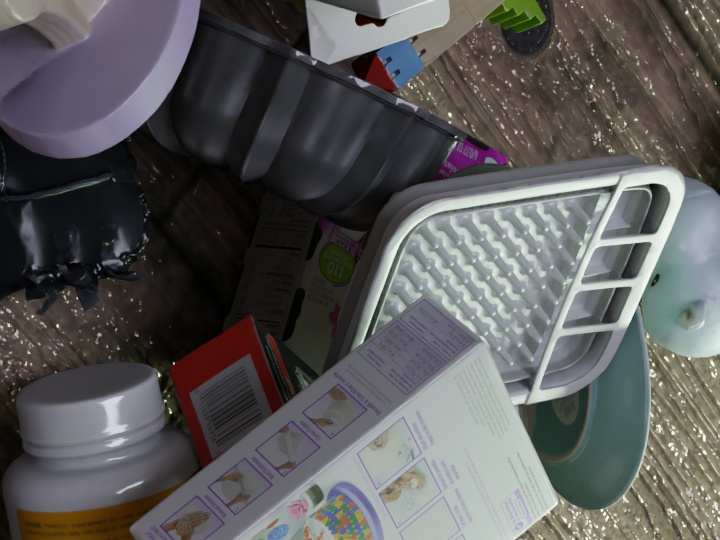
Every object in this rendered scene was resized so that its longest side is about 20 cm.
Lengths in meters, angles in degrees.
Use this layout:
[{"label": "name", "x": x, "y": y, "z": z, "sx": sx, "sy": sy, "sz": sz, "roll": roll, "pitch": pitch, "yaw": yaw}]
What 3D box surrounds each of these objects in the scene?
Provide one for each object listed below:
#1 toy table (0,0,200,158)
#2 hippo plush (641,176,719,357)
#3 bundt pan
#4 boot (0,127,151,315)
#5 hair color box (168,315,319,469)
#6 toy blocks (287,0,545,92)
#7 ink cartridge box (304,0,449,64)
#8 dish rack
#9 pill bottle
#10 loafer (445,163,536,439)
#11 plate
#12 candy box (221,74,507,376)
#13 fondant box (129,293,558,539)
[{"label": "toy table", "x": -0.160, "y": -0.164, "z": 1.358, "sx": 0.184, "sy": 0.200, "sz": 0.117, "roll": -27, "pitch": 140, "yaw": 5}, {"label": "hippo plush", "x": 0.253, "y": -0.001, "z": 1.854, "sx": 0.161, "sy": 0.159, "sz": 0.200, "roll": -16, "pitch": 89, "yaw": -10}, {"label": "bundt pan", "x": -0.048, "y": -0.081, "z": 1.505, "sx": 0.202, "sy": 0.202, "sz": 0.076, "roll": 23, "pitch": 90, "yaw": -41}, {"label": "boot", "x": -0.193, "y": -0.070, "z": 1.458, "sx": 0.162, "sy": 0.073, "sz": 0.199, "roll": -13, "pitch": 89, "yaw": -50}, {"label": "hair color box", "x": -0.020, "y": 0.119, "z": 1.554, "sx": 0.061, "sy": 0.102, "sz": 0.200, "roll": -33, "pitch": 139, "yaw": 11}, {"label": "toy blocks", "x": 0.003, "y": -0.191, "z": 1.608, "sx": 0.137, "sy": 0.100, "sz": 0.200, "roll": -41, "pitch": 106, "yaw": -35}, {"label": "ink cartridge box", "x": 0.027, "y": -0.211, "z": 1.499, "sx": 0.116, "sy": 0.067, "sz": 0.200, "roll": -22, "pitch": 120, "yaw": -38}, {"label": "dish rack", "x": 0.071, "y": 0.006, "z": 1.518, "sx": 0.200, "sy": 0.044, "sz": 0.172, "roll": -10, "pitch": 136, "yaw": -34}, {"label": "pill bottle", "x": -0.132, "y": 0.156, "z": 1.506, "sx": 0.109, "sy": 0.109, "sz": 0.200, "roll": -20, "pitch": 107, "yaw": -40}, {"label": "loafer", "x": 0.071, "y": 0.037, "z": 1.641, "sx": 0.070, "sy": 0.075, "sz": 0.200, "roll": -5, "pitch": 98, "yaw": -78}, {"label": "plate", "x": 0.117, "y": 0.048, "z": 1.675, "sx": 0.026, "sy": 0.200, "sz": 0.200, "roll": -8, "pitch": 99, "yaw": -22}, {"label": "candy box", "x": 0.000, "y": 0.000, "z": 1.648, "sx": 0.136, "sy": 0.061, "sz": 0.200, "roll": 25, "pitch": 77, "yaw": -41}, {"label": "fondant box", "x": -0.005, "y": 0.128, "z": 1.448, "sx": 0.200, "sy": 0.058, "sz": 0.144, "roll": -39, "pitch": 136, "yaw": -13}]
